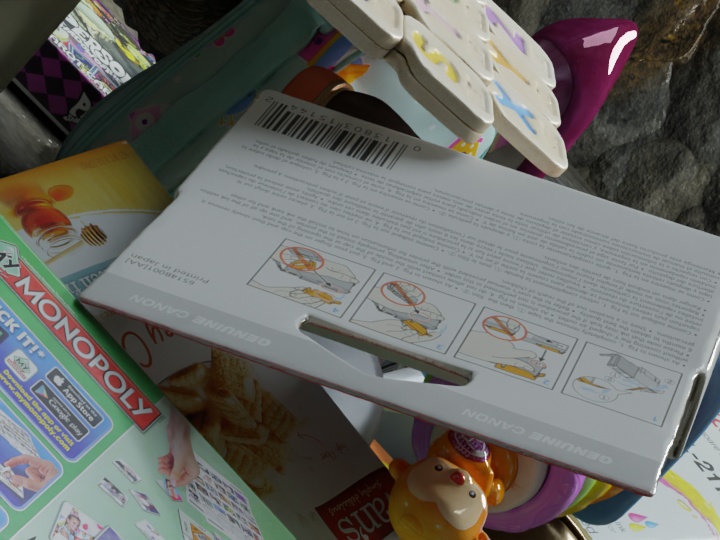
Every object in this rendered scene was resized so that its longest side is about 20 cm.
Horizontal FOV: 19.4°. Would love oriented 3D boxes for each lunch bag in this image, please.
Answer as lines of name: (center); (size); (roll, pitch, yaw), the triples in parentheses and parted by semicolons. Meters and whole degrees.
lunch bag: (-0.035, -0.061, 0.972); (0.077, 0.200, 0.160); (52, 1, 31)

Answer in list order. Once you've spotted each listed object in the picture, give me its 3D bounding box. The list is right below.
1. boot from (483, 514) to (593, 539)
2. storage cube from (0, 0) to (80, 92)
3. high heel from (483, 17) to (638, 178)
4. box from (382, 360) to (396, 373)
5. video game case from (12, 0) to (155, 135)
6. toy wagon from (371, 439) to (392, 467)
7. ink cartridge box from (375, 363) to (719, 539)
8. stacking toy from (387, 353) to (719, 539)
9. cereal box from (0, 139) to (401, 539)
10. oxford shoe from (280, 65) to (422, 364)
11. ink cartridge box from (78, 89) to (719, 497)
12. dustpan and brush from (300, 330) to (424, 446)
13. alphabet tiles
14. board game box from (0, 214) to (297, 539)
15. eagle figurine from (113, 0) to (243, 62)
boot: (0.084, 0.191, 0.827); (0.200, 0.066, 0.176); (-79, 148, -77)
storage cube: (-0.193, -0.175, 0.813); (0.180, 0.200, 0.171); (49, 18, 7)
high heel: (0.082, -0.057, 1.105); (0.068, 0.096, 0.200); (59, -26, 15)
box: (0.016, 0.033, 1.189); (0.200, 0.049, 0.083); (-91, 159, -70)
video game case: (-0.135, -0.096, 1.185); (0.200, 0.036, 0.181); (46, 10, -9)
toy wagon: (-0.032, 0.091, 0.914); (0.200, 0.040, 0.156); (37, 15, -44)
ink cartridge box: (0.116, 0.117, 1.062); (0.199, 0.083, 0.146); (2, 36, -37)
stacking toy: (0.057, 0.059, 0.799); (0.116, 0.110, 0.200); (42, 27, 8)
cereal box: (-0.076, 0.052, 0.743); (0.200, 0.040, 0.144); (50, 35, 11)
oxford shoe: (0.000, 0.000, 0.924); (0.072, 0.071, 0.201); (26, -28, 21)
ink cartridge box: (0.023, 0.015, 0.737); (0.198, 0.045, 0.176); (19, 33, 11)
dustpan and brush: (-0.019, 0.047, 0.876); (0.199, 0.057, 0.140); (-5, 57, -40)
alphabet tiles: (0.015, -0.126, 0.856); (0.195, 0.015, 0.200); (40, 23, -18)
board game box: (-0.084, 0.086, 0.629); (0.200, 0.029, 0.135); (48, 32, 0)
eagle figurine: (-0.110, -0.153, 0.971); (0.151, 0.201, 0.151); (34, 34, 7)
